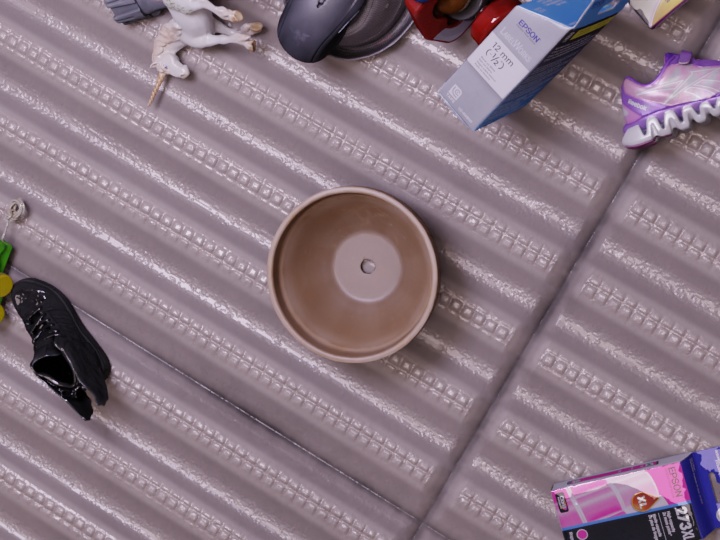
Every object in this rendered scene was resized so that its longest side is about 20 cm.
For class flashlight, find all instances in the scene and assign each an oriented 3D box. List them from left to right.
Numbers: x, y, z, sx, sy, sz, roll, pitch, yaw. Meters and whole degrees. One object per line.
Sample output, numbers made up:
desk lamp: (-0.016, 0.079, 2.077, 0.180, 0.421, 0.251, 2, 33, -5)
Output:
flashlight: (-0.204, -0.345, 1.594, 0.200, 0.068, 0.068, -12, 91, 15)

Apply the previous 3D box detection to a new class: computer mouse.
computer mouse: (-0.047, -0.327, 1.472, 0.140, 0.046, 0.200, 42, 114, -3)

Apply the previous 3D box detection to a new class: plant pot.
plant pot: (0.000, 0.000, 1.575, 0.201, 0.093, 0.201, 2, 98, 14)

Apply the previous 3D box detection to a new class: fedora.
fedora: (-0.013, -0.338, 1.535, 0.177, 0.090, 0.200, 23, 102, 10)

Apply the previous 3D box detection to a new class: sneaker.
sneaker: (-0.373, 0.092, 1.673, 0.060, 0.104, 0.200, -43, 86, 16)
sneaker: (0.367, -0.202, 1.469, 0.200, 0.080, 0.089, -20, 84, 16)

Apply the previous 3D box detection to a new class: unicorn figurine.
unicorn figurine: (-0.189, -0.284, 1.579, 0.137, 0.074, 0.200, 7, 137, 12)

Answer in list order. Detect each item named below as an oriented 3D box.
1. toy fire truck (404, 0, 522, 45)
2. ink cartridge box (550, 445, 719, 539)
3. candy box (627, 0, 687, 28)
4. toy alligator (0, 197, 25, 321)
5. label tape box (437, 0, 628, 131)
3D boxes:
toy fire truck: (0.123, -0.325, 1.444, 0.200, 0.168, 0.112, -45, 67, 28)
ink cartridge box: (0.325, 0.270, 1.560, 0.200, 0.037, 0.095, -16, 93, 13)
candy box: (0.302, -0.378, 1.467, 0.136, 0.061, 0.200, -41, 87, 16)
toy alligator: (-0.469, 0.002, 1.701, 0.059, 0.054, 0.200, 27, 104, 36)
label tape box: (0.190, -0.246, 1.441, 0.066, 0.143, 0.200, 48, 125, 8)
